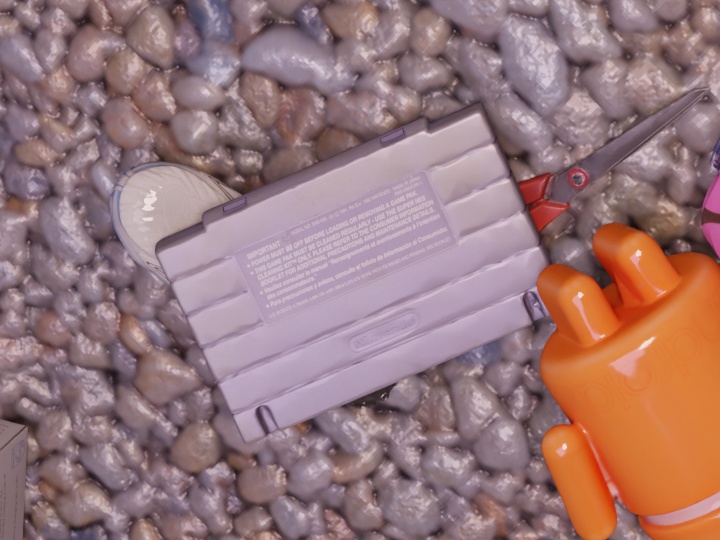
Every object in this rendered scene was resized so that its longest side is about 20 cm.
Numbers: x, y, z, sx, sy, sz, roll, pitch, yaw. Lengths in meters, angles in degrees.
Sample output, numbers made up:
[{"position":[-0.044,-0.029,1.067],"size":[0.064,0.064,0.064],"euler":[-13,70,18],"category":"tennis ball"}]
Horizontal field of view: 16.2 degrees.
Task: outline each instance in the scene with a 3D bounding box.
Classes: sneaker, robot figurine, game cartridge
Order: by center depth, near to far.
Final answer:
[{"position":[0.171,0.072,1.359],"size":[0.116,0.144,0.201],"euler":[-22,107,45],"category":"robot figurine"},{"position":[0.000,0.000,1.402],"size":[0.199,0.038,0.130],"euler":[-23,99,8],"category":"game cartridge"},{"position":[-0.058,0.004,1.459],"size":[0.200,0.072,0.072],"euler":[38,91,-11],"category":"sneaker"}]

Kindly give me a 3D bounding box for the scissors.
[{"position":[0.114,-0.041,1.398],"size":[0.199,0.014,0.074],"euler":[-19,102,25],"category":"scissors"}]

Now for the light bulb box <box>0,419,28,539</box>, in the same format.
[{"position":[-0.333,0.165,1.544],"size":[0.197,0.200,0.126],"euler":[12,115,16],"category":"light bulb box"}]

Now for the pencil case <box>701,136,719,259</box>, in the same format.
[{"position":[0.258,0.005,1.270],"size":[0.200,0.090,0.094],"euler":[47,112,34],"category":"pencil case"}]
